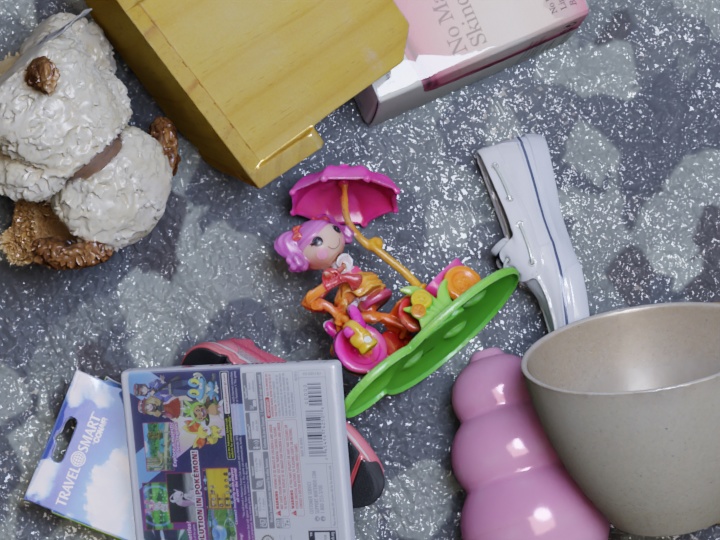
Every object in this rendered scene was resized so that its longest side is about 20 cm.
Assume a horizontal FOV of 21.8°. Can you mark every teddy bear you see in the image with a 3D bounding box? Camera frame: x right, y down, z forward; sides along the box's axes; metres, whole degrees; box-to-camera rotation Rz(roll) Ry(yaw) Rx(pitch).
[{"bbox_3d":[-0.259,-0.096,1.586,0.145,0.067,0.200,-20,79,-16],"label":"teddy bear"}]

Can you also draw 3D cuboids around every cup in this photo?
[{"bbox_3d":[0.236,0.124,1.479,0.200,0.200,0.144,-13,107,-6],"label":"cup"}]

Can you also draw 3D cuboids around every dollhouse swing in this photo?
[{"bbox_3d":[-0.092,-0.204,1.524,0.176,0.182,0.200,-43,115,-10],"label":"dollhouse swing"}]

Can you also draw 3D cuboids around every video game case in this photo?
[{"bbox_3d":[-0.096,0.174,1.498,0.182,0.023,0.201,-3,96,14],"label":"video game case"}]

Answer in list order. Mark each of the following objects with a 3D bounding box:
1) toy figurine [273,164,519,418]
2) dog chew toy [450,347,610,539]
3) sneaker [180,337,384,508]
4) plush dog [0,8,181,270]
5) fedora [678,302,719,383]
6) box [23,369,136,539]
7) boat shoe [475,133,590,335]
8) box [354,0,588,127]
[{"bbox_3d":[0.000,0.000,1.557,0.200,0.150,0.184,-34,74,-31],"label":"toy figurine"},{"bbox_3d":[0.132,0.162,1.559,0.124,0.125,0.201,-14,76,-7],"label":"dog chew toy"},{"bbox_3d":[-0.050,0.114,1.547,0.200,0.087,0.074,37,119,16],"label":"sneaker"},{"bbox_3d":[-0.222,-0.097,1.495,0.172,0.160,0.200,49,66,-20],"label":"plush dog"},{"bbox_3d":[0.311,0.119,1.594,0.200,0.082,0.201,1,83,-6],"label":"fedora"},{"bbox_3d":[-0.165,0.173,1.563,0.199,0.048,0.122,22,82,-3],"label":"box"},{"bbox_3d":[0.145,-0.017,1.607,0.067,0.074,0.201,-11,72,-6],"label":"boat shoe"},{"bbox_3d":[0.074,-0.227,1.602,0.200,0.109,0.128,-24,86,-8],"label":"box"}]
